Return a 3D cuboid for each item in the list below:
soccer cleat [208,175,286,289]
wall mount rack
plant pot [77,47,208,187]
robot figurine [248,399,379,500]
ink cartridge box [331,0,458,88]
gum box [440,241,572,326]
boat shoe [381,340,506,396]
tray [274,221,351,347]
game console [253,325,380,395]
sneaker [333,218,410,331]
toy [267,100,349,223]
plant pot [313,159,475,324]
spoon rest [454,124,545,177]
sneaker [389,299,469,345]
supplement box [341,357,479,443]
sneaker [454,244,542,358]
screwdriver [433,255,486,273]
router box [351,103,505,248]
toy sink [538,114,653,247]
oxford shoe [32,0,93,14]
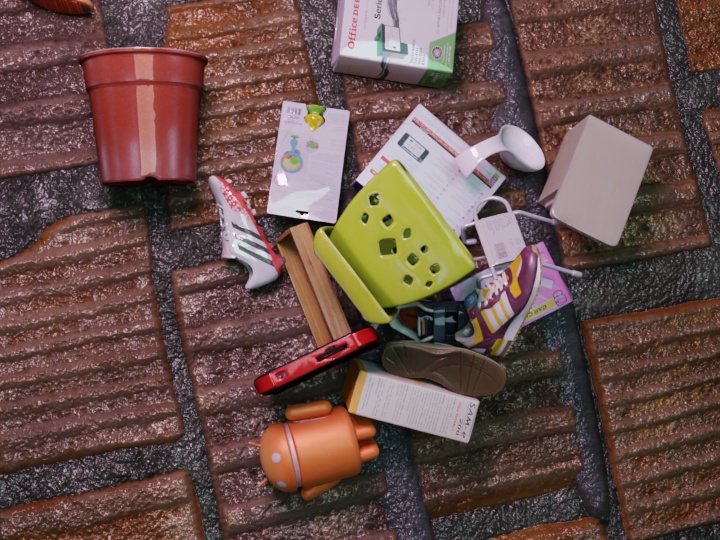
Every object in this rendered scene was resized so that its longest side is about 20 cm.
[{"bbox_3d":[-0.203,-0.062,1.475,0.085,0.069,0.200,-34,95,-16],"label":"soccer cleat"},{"bbox_3d":[0.261,-0.037,1.477,0.173,0.075,0.200,-13,51,3],"label":"wall mount rack"},{"bbox_3d":[-0.336,-0.233,1.417,0.200,0.201,0.196,-2,93,-10],"label":"plant pot"},{"bbox_3d":[-0.073,0.285,1.432,0.199,0.144,0.117,-12,59,-11],"label":"robot figurine"},{"bbox_3d":[0.058,-0.408,1.548,0.199,0.084,0.147,6,82,-9],"label":"ink cartridge box"},{"bbox_3d":[0.253,0.042,1.538,0.200,0.066,0.114,-26,88,-12],"label":"gum box"},{"bbox_3d":[0.133,0.148,1.437,0.199,0.065,0.072,11,101,2],"label":"boat shoe"},{"bbox_3d":[-0.076,0.029,1.467,0.037,0.099,0.201,-22,88,-22],"label":"tray"},{"bbox_3d":[-0.063,0.142,1.403,0.199,0.177,0.031,-25,83,0],"label":"game console"},{"bbox_3d":[0.000,-0.001,1.501,0.146,0.077,0.203,20,90,3],"label":"sneaker"},{"bbox_3d":[-0.087,-0.179,1.517,0.115,0.047,0.201,8,79,-5],"label":"toy"},{"bbox_3d":[0.047,-0.034,1.370,0.181,0.199,0.200,-38,89,7],"label":"plant pot"},{"bbox_3d":[0.247,-0.203,1.533,0.200,0.061,0.100,-18,70,-42],"label":"spoon rest"},{"bbox_3d":[0.139,0.085,1.461,0.199,0.079,0.079,1,100,25],"label":"sneaker"},{"bbox_3d":[0.077,0.208,1.456,0.199,0.126,0.074,16,92,-7],"label":"supplement box"},{"bbox_3d":[0.207,0.044,1.363,0.090,0.075,0.200,15,119,-4],"label":"sneaker"},{"bbox_3d":[0.175,-0.012,1.528,0.199,0.028,0.029,-5,82,7],"label":"screwdriver"},{"bbox_3d":[0.117,-0.153,1.547,0.200,0.049,0.180,41,79,-3],"label":"router box"},{"bbox_3d":[0.396,-0.141,1.562,0.130,0.112,0.201,25,75,-6],"label":"toy sink"},{"bbox_3d":[-0.526,-0.478,1.466,0.199,0.071,0.073,19,76,-7],"label":"oxford shoe"}]
